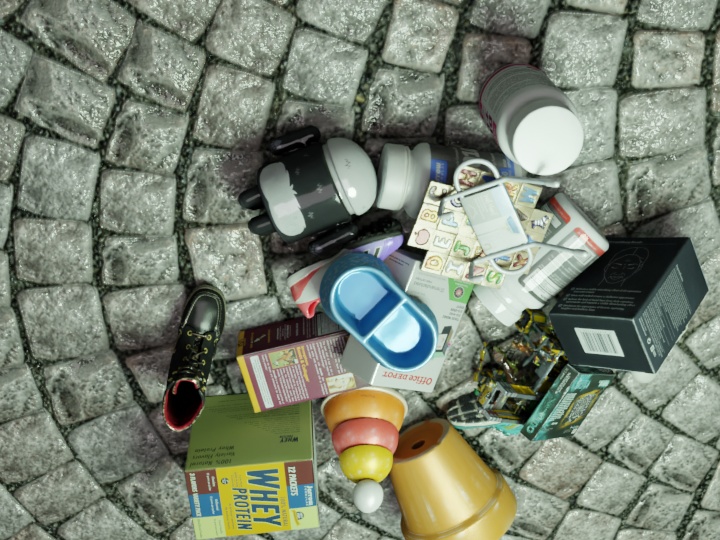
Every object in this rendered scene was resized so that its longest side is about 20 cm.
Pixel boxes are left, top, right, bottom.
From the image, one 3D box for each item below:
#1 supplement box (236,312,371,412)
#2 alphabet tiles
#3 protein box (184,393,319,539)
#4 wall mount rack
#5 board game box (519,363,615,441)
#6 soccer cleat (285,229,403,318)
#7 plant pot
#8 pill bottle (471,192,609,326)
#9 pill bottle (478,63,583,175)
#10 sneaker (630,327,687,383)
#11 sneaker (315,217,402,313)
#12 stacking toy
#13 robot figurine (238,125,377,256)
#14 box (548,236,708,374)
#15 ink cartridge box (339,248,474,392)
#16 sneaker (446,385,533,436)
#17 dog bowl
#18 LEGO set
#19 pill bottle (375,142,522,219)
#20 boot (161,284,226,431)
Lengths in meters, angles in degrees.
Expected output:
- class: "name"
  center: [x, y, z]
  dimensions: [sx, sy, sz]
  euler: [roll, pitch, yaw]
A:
- class: "supplement box"
  center: [-0.089, 0.141, 1.510]
  dimensions: [0.199, 0.086, 0.111]
  euler: [-13, 116, 2]
- class: "alphabet tiles"
  center: [0.173, -0.060, 1.346]
  dimensions: [0.199, 0.006, 0.167]
  euler: [13, 111, -19]
- class: "protein box"
  center: [-0.170, 0.308, 1.520]
  dimensions: [0.198, 0.200, 0.135]
  euler: [-5, 116, -2]
- class: "wall mount rack"
  center: [0.208, -0.063, 1.286]
  dimensions: [0.173, 0.075, 0.200]
  euler: [-17, 121, 22]
- class: "board game box"
  center: [0.343, 0.215, 1.536]
  dimensions: [0.136, 0.028, 0.200]
  euler: [-58, 150, 12]
- class: "soccer cleat"
  center: [-0.016, 0.002, 1.384]
  dimensions: [0.199, 0.068, 0.073]
  euler: [-26, 82, 21]
- class: "plant pot"
  center: [0.135, 0.359, 1.582]
  dimensions: [0.200, 0.200, 0.184]
  euler: [-27, 104, 8]
- class: "pill bottle"
  center: [0.273, -0.014, 1.449]
  dimensions: [0.200, 0.116, 0.116]
  euler: [-43, 112, 15]
- class: "pill bottle"
  center: [0.236, -0.211, 1.304]
  dimensions: [0.113, 0.200, 0.114]
  euler: [-2, 115, -4]
- class: "sneaker"
  center: [0.497, 0.105, 1.549]
  dimensions: [0.072, 0.073, 0.201]
  euler: [9, 116, -11]
- class: "sneaker"
  center: [0.000, 0.000, 1.465]
  dimensions: [0.200, 0.067, 0.090]
  euler: [-42, 121, 13]
- class: "stacking toy"
  center: [0.005, 0.295, 1.514]
  dimensions: [0.145, 0.201, 0.146]
  euler: [1, 142, 0]
- class: "robot figurine"
  center: [-0.074, -0.115, 1.370]
  dimensions: [0.199, 0.125, 0.151]
  euler: [-22, 125, 6]
- class: "box"
  center: [0.407, 0.047, 1.421]
  dimensions: [0.200, 0.148, 0.107]
  euler: [-46, 120, -31]
- class: "ink cartridge box"
  center: [0.073, 0.078, 1.438]
  dimensions: [0.145, 0.084, 0.201]
  euler: [14, 100, -43]
- class: "sneaker"
  center: [0.247, 0.252, 1.601]
  dimensions: [0.199, 0.078, 0.080]
  euler: [-3, 125, -3]
- class: "dog bowl"
  center: [0.031, 0.065, 1.333]
  dimensions: [0.111, 0.050, 0.200]
  euler: [-45, 103, 2]
- class: "LEGO set"
  center: [0.238, 0.151, 1.502]
  dimensions: [0.116, 0.154, 0.200]
  euler: [12, 124, -35]
- class: "pill bottle"
  center: [0.128, -0.127, 1.384]
  dimensions: [0.199, 0.114, 0.114]
  euler: [7, 115, -8]
- class: "boot"
  center: [-0.260, 0.137, 1.458]
  dimensions: [0.073, 0.151, 0.201]
  euler: [18, 113, -13]
